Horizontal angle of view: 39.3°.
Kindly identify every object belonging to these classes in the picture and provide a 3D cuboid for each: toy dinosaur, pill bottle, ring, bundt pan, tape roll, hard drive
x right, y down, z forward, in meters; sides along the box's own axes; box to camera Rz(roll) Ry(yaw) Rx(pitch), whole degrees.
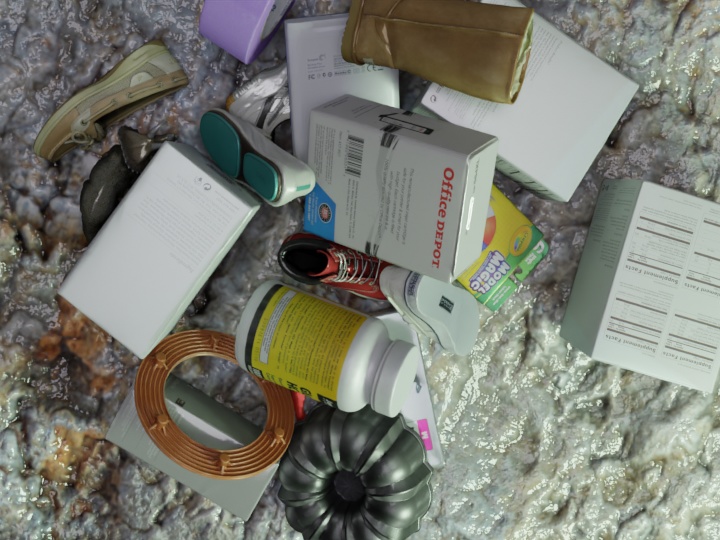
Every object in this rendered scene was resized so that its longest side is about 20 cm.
[{"bbox_3d":[-0.297,-0.096,1.177,0.076,0.102,0.201,36,82,-3],"label":"toy dinosaur"},{"bbox_3d":[-0.037,0.094,1.166,0.197,0.112,0.115,19,95,18],"label":"pill bottle"},{"bbox_3d":[-0.166,0.149,1.175,0.198,0.202,0.019,30,131,-5],"label":"ring"},{"bbox_3d":[-0.015,0.259,1.206,0.198,0.076,0.207,3,101,18],"label":"bundt pan"},{"bbox_3d":[-0.102,-0.334,1.118,0.065,0.200,0.202,31,94,-3],"label":"tape roll"},{"bbox_3d":[-0.018,-0.194,1.172,0.129,0.025,0.204,-10,117,-14],"label":"hard drive"}]

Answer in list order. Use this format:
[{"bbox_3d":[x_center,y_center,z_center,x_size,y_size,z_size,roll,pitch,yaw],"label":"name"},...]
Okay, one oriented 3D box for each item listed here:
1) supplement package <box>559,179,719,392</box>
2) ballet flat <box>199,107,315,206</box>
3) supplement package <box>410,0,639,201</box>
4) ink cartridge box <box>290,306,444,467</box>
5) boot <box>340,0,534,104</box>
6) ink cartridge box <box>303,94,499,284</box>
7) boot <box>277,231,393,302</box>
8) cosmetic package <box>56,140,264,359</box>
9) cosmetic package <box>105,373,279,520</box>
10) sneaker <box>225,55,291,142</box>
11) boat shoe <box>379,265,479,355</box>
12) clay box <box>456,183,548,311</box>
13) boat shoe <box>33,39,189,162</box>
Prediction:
[{"bbox_3d":[0.345,0.012,1.178,0.148,0.152,0.204,16,95,-4],"label":"supplement package"},{"bbox_3d":[-0.116,-0.129,1.148,0.068,0.200,0.071,-19,127,-27],"label":"ballet flat"},{"bbox_3d":[0.182,-0.197,1.163,0.198,0.151,0.153,33,93,-4],"label":"supplement package"},{"bbox_3d":[0.001,0.159,1.245,0.170,0.044,0.204,-13,95,-2],"label":"ink cartridge box"},{"bbox_3d":[0.090,-0.280,1.062,0.197,0.066,0.179,16,99,23],"label":"boot"},{"bbox_3d":[0.041,-0.093,1.107,0.197,0.084,0.149,20,120,25],"label":"ink cartridge box"},{"bbox_3d":[0.000,0.000,1.180,0.196,0.144,0.074,10,93,-4],"label":"boot"},{"bbox_3d":[-0.219,-0.030,1.142,0.122,0.199,0.201,36,93,-5],"label":"cosmetic package"},{"bbox_3d":[-0.195,0.204,1.212,0.197,0.107,0.091,28,95,-6],"label":"cosmetic package"},{"bbox_3d":[-0.063,-0.224,1.199,0.198,0.076,0.088,-34,102,11],"label":"sneaker"},{"bbox_3d":[0.080,0.044,1.186,0.069,0.200,0.072,15,79,32],"label":"boat shoe"},{"bbox_3d":[0.132,-0.052,1.222,0.200,0.048,0.115,42,93,-8],"label":"clay box"},{"bbox_3d":[-0.297,-0.188,1.192,0.200,0.073,0.063,-39,91,-5],"label":"boat shoe"}]
